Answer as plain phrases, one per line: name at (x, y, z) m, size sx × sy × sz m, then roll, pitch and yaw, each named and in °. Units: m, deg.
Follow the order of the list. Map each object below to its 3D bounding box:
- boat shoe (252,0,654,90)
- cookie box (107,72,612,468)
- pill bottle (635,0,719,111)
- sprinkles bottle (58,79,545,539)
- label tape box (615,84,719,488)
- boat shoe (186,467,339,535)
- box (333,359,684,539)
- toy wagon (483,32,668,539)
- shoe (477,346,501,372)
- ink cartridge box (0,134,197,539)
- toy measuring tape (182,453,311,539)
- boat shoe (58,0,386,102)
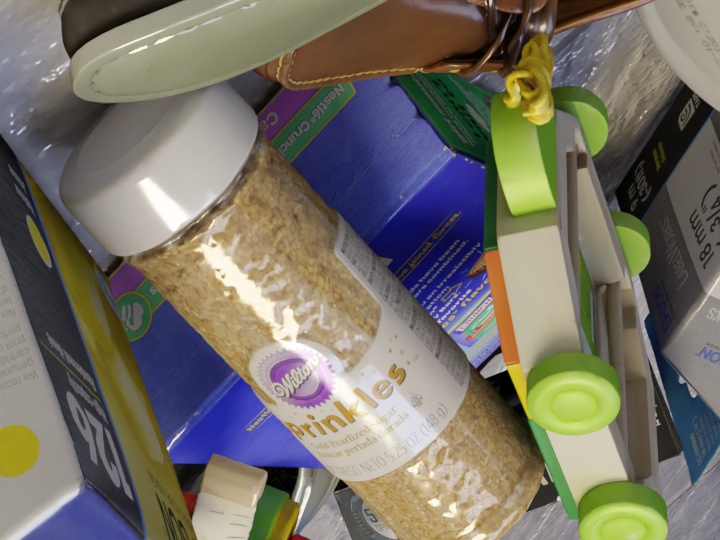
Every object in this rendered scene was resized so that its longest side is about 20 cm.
boat shoe at (0.043, -0.106, 0.726) m, size 0.199 × 0.068 × 0.072 m, roll -25°, pitch 153°, yaw -36°
cookie box at (0.000, 0.000, 0.844) m, size 0.171 × 0.075 × 0.200 m, roll -45°, pitch 158°, yaw 13°
pill bottle at (0.216, -0.159, 0.859) m, size 0.200 × 0.109 × 0.109 m, roll -40°, pitch 159°, yaw -13°
sprinkles bottle at (-0.016, 0.018, 0.708) m, size 0.068 × 0.068 × 0.200 m, roll -42°, pitch 116°, yaw 2°
label tape box at (0.179, -0.015, 1.009) m, size 0.063 × 0.145 × 0.201 m, roll 20°, pitch 121°, yaw -17°
boat shoe at (-0.085, 0.148, 0.986) m, size 0.201 × 0.070 × 0.071 m, roll -53°, pitch 170°, yaw 11°
box at (0.076, 0.084, 1.018) m, size 0.159 × 0.044 × 0.200 m, roll -22°, pitch -177°, yaw 7°
toy wagon at (0.076, 0.001, 0.741) m, size 0.039 × 0.156 × 0.201 m, roll -12°, pitch 132°, yaw 16°
shoe at (0.069, 0.009, 1.026) m, size 0.200 × 0.053 × 0.070 m, roll -25°, pitch 117°, yaw -49°
ink cartridge box at (-0.090, 0.059, 0.635) m, size 0.047 × 0.201 × 0.198 m, roll -24°, pitch 158°, yaw -2°
toy measuring tape at (-0.049, 0.102, 0.815) m, size 0.073 × 0.074 × 0.200 m, roll -32°, pitch 158°, yaw -23°
boat shoe at (-0.010, -0.112, 0.637) m, size 0.200 × 0.061 × 0.072 m, roll -24°, pitch 173°, yaw -21°
